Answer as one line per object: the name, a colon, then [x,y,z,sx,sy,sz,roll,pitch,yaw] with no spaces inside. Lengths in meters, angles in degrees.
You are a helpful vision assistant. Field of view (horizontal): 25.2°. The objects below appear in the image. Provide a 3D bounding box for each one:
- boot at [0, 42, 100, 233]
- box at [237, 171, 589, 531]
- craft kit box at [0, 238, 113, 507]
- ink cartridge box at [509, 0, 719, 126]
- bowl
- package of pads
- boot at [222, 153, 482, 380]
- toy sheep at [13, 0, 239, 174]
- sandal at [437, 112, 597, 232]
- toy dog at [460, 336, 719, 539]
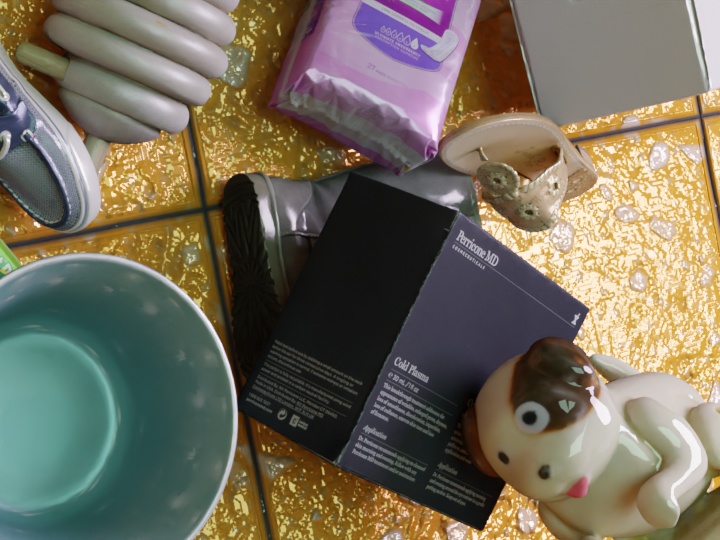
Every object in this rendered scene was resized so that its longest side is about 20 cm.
boot: [-0.249,-0.093,1.016,0.200,0.073,0.090,56,36,-14]
box: [0.041,0.060,1.125,0.200,0.104,0.183,33,83,-50]
craft kit box: [-0.282,0.068,1.017,0.197,0.048,0.200,-44,109,-24]
ink cartridge box: [0.228,-0.206,1.258,0.200,0.146,0.147,-21,99,-54]
bowl: [-0.186,0.093,0.990,0.200,0.105,0.202,3,84,-32]
package of pads: [0.020,-0.181,1.187,0.120,0.076,0.201,28,63,-19]
boot: [0.001,0.001,1.193,0.199,0.072,0.183,-3,89,-39]
toy sheep: [-0.151,-0.155,1.070,0.137,0.138,0.201,20,97,-29]
sandal: [0.136,-0.062,1.224,0.211,0.077,0.070,12,53,-59]
toy dog: [0.169,0.114,1.093,0.199,0.139,0.195,19,47,-36]
